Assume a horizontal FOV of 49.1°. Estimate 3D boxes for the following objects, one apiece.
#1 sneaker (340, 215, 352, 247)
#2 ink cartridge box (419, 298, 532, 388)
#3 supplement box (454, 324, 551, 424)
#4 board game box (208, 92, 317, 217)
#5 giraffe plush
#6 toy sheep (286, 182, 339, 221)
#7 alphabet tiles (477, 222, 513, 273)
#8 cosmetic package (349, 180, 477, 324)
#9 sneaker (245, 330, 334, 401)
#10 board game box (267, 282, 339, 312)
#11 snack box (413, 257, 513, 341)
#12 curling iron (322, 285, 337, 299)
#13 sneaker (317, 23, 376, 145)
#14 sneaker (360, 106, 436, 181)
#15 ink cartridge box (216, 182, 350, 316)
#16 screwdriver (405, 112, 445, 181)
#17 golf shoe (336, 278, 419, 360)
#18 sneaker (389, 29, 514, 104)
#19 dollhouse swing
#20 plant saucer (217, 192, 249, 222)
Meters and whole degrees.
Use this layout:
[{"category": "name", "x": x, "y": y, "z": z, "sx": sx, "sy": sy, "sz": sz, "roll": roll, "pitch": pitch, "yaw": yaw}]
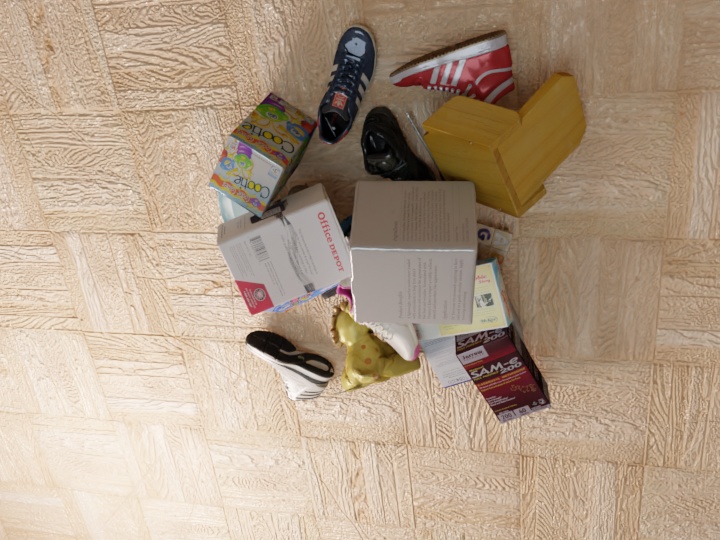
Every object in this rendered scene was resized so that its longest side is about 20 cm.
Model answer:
[{"category": "sneaker", "x": 0.060, "y": -0.060, "z": 1.413, "sx": 0.194, "sy": 0.074, "sz": 0.083, "roll": 0, "pitch": 138, "yaw": 9}, {"category": "ink cartridge box", "x": 0.202, "y": 0.110, "z": 1.497, "sx": 0.193, "sy": 0.044, "sz": 0.203, "roll": -20, "pitch": 113, "yaw": 23}, {"category": "supplement box", "x": 0.264, "y": 0.185, "z": 1.457, "sx": 0.107, "sy": 0.062, "sz": 0.201, "roll": -23, "pitch": 121, "yaw": 22}, {"category": "board game box", "x": -0.159, "y": -0.198, "z": 1.326, "sx": 0.103, "sy": 0.201, "sz": 0.104, "roll": 29, "pitch": 124, "yaw": -4}, {"category": "giraffe plush", "x": 0.004, "y": 0.138, "z": 1.520, "sx": 0.171, "sy": 0.197, "sz": 0.166, "roll": -24, "pitch": 78, "yaw": 40}, {"category": "toy sheep", "x": -0.099, "y": -0.069, "z": 1.429, "sx": 0.134, "sy": 0.140, "sz": 0.203, "roll": 7, "pitch": 136, "yaw": 12}, {"category": "alphabet tiles", "x": 0.171, "y": 0.004, "z": 1.426, "sx": 0.163, "sy": 0.008, "sz": 0.205, "roll": 18, "pitch": 110, "yaw": 14}, {"category": "cosmetic package", "x": 0.086, "y": -0.029, "z": 1.268, "sx": 0.194, "sy": 0.167, "sz": 0.167, "roll": 2, "pitch": 134, "yaw": 5}, {"category": "sneaker", "x": -0.162, "y": 0.212, "z": 1.643, "sx": 0.197, "sy": 0.076, "sz": 0.117, "roll": 26, "pitch": 122, "yaw": -3}, {"category": "board game box", "x": -0.113, "y": 0.036, "z": 1.504, "sx": 0.198, "sy": 0.102, "sz": 0.020, "roll": -27, "pitch": 69, "yaw": 35}, {"category": "snack box", "x": 0.164, "y": 0.055, "z": 1.411, "sx": 0.196, "sy": 0.037, "sz": 0.119, "roll": -12, "pitch": 100, "yaw": 29}, {"category": "curling iron", "x": 0.000, "y": 0.000, "z": 1.501, "sx": 0.198, "sy": 0.026, "sz": 0.050, "roll": -36, "pitch": 103, "yaw": 30}, {"category": "sneaker", "x": -0.025, "y": -0.298, "z": 1.297, "sx": 0.073, "sy": 0.085, "sz": 0.204, "roll": 18, "pitch": 123, "yaw": 5}, {"category": "sneaker", "x": 0.063, "y": -0.168, "z": 1.333, "sx": 0.075, "sy": 0.115, "sz": 0.201, "roll": -22, "pitch": 114, "yaw": 28}, {"category": "ink cartridge box", "x": -0.123, "y": -0.036, "z": 1.324, "sx": 0.196, "sy": 0.084, "sz": 0.148, "roll": -21, "pitch": 117, "yaw": 1}, {"category": "screwdriver", "x": 0.131, "y": -0.185, "z": 1.349, "sx": 0.029, "sy": 0.028, "sz": 0.202, "roll": 0, "pitch": 128, "yaw": 50}, {"category": "golf shoe", "x": 0.030, "y": 0.085, "z": 1.432, "sx": 0.202, "sy": 0.090, "sz": 0.076, "roll": 55, "pitch": 145, "yaw": 14}, {"category": "sneaker", "x": 0.149, "y": -0.296, "z": 1.256, "sx": 0.195, "sy": 0.072, "sz": 0.115, "roll": -13, "pitch": 112, "yaw": 20}, {"category": "dollhouse swing", "x": 0.230, "y": -0.220, "z": 1.247, "sx": 0.179, "sy": 0.178, "sz": 0.200, "roll": 25, "pitch": 167, "yaw": 34}, {"category": "plant saucer", "x": -0.206, "y": -0.070, "z": 1.456, "sx": 0.201, "sy": 0.027, "sz": 0.203, "roll": 49, "pitch": 154, "yaw": 33}]
